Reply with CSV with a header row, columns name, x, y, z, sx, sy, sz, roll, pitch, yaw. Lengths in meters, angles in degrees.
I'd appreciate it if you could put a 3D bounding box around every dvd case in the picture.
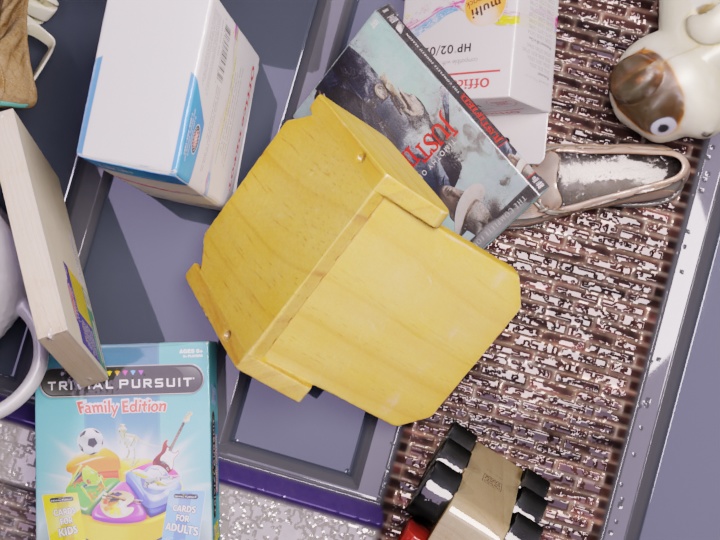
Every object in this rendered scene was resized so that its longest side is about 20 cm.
name,x,y,z,sx,sy,sz,roll,pitch,yaw
dvd case,0.046,-0.100,1.097,0.200,0.022,0.146,49,134,4

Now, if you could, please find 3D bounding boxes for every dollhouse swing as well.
name,x,y,z,sx,sy,sz,roll,pitch,yaw
dollhouse swing,0.000,0.000,1.102,0.200,0.176,0.182,-53,43,16

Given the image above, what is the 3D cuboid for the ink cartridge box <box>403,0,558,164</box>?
name,x,y,z,sx,sy,sz,roll,pitch,yaw
ink cartridge box,0.098,-0.191,1.098,0.115,0.068,0.200,1,84,38

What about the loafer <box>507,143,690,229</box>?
name,x,y,z,sx,sy,sz,roll,pitch,yaw
loafer,0.177,-0.079,1.112,0.200,0.063,0.072,-7,85,3

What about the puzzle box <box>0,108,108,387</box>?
name,x,y,z,sx,sy,sz,roll,pitch,yaw
puzzle box,-0.254,-0.015,1.072,0.025,0.133,0.200,-17,68,-3

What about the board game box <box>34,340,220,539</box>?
name,x,y,z,sx,sy,sz,roll,pitch,yaw
board game box,-0.198,0.162,1.123,0.151,0.047,0.200,-2,86,3

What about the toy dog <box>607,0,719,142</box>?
name,x,y,z,sx,sy,sz,roll,pitch,yaw
toy dog,0.281,-0.199,1.082,0.194,0.140,0.200,28,87,18

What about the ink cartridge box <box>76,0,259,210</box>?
name,x,y,z,sx,sy,sz,roll,pitch,yaw
ink cartridge box,-0.149,-0.137,1.069,0.085,0.200,0.145,10,86,8

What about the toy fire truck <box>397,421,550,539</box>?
name,x,y,z,sx,sy,sz,roll,pitch,yaw
toy fire truck,0.042,0.232,1.050,0.129,0.176,0.200,32,102,4

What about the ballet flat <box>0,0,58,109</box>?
name,x,y,z,sx,sy,sz,roll,pitch,yaw
ballet flat,-0.298,-0.217,1.138,0.072,0.068,0.200,19,49,-34

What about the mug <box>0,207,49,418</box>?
name,x,y,z,sx,sy,sz,roll,pitch,yaw
mug,-0.344,0.036,1.092,0.175,0.148,0.200,-38,84,-7
